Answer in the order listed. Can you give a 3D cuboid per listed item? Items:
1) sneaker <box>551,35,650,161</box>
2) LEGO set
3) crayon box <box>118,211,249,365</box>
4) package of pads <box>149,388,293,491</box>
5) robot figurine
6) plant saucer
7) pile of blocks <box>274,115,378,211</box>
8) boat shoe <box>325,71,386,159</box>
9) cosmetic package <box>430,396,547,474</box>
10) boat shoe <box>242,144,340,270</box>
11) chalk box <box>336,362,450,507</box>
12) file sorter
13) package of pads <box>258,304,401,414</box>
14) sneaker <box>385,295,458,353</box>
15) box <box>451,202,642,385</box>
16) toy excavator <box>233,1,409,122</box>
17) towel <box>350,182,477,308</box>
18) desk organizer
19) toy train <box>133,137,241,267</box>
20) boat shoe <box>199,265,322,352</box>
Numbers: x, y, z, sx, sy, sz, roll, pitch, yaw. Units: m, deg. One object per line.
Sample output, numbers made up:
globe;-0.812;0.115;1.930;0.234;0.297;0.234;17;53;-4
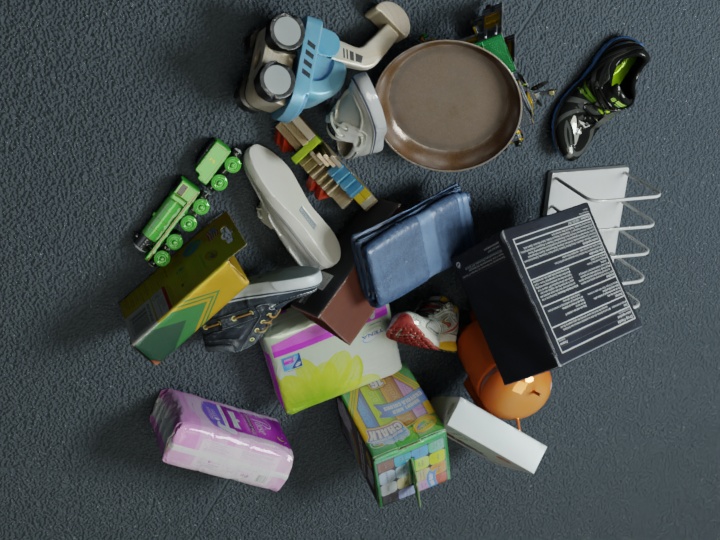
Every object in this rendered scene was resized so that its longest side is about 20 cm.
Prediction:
sneaker;0.351;-0.251;1.494;0.071;0.083;0.200;27;103;-29
LEGO set;0.167;-0.274;1.417;0.153;0.116;0.200;-24;121;25
crayon box;-0.228;0.021;1.370;0.200;0.127;0.051;-41;122;2
package of pads;-0.204;0.248;1.492;0.199;0.121;0.076;22;105;-28
robot figurine;0.220;0.147;1.560;0.143;0.200;0.117;-31;134;7
plant saucer;0.117;-0.224;1.368;0.199;0.032;0.201;5;128;6
pile of blocks;-0.054;-0.134;1.391;0.062;0.082;0.200;-41;121;7
boat shoe;-0.010;-0.195;1.335;0.070;0.200;0.071;-23;80;-5
cosmetic package;0.186;0.252;1.574;0.150;0.200;0.052;28;80;-3
boat shoe;-0.107;-0.081;1.405;0.068;0.072;0.200;-25;116;32
chalk box;0.059;0.263;1.544;0.123;0.200;0.125;-19;135;-13
file sorter;0.368;-0.044;1.576;0.138;0.125;0.201;-6;116;-18
package of pads;-0.044;0.114;1.517;0.199;0.068;0.155;-21;123;-12
sneaker;0.095;0.075;1.520;0.200;0.077;0.083;16;84;-69
box;0.264;0.033;1.445;0.199;0.123;0.199;-17;81;-39
toy excavator;-0.043;-0.273;1.312;0.199;0.100;0.196;16;79;-26
towel;0.077;-0.035;1.424;0.200;0.048;0.112;-30;121;-30
desk organizer;0.000;0.000;1.449;0.200;0.072;0.077;-54;126;-13
toy train;-0.234;-0.091;1.367;0.056;0.042;0.200;36;98;-21
boat shoe;-0.138;0.055;1.417;0.199;0.071;0.091;-12;104;18
